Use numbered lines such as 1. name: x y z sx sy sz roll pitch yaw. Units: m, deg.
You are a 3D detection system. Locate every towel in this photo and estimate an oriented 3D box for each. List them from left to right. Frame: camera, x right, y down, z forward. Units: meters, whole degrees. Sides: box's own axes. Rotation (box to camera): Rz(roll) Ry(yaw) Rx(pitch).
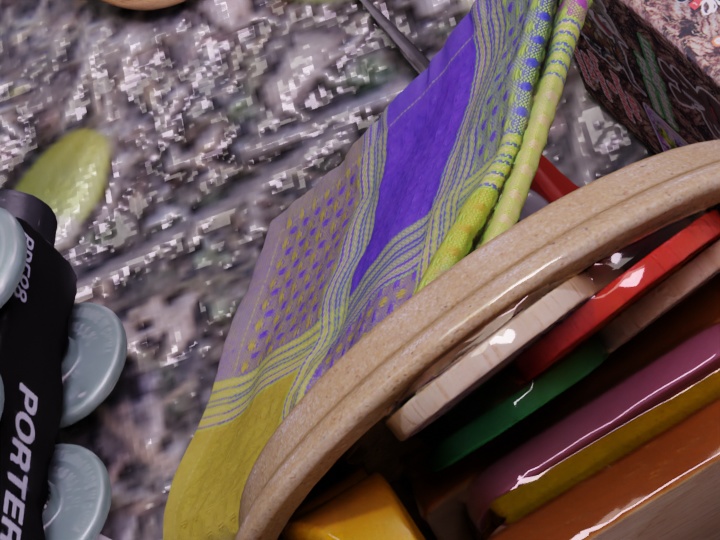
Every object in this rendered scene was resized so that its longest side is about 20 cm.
1. towel: 0.000 0.000 0.731 0.023 0.200 0.144 27 60 -12

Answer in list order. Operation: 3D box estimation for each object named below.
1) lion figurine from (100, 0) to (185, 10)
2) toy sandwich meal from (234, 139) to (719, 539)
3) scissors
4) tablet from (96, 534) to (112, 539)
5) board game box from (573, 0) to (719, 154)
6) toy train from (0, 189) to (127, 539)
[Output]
1. lion figurine: -0.108 -0.140 0.924 0.200 0.072 0.122 29 78 31
2. toy sandwich meal: 0.056 0.049 0.644 0.205 0.205 0.070 -34 71 -3
3. scissors: 0.046 -0.038 0.820 0.014 0.073 0.200 -62 24 19
4. tablet: -0.133 0.123 0.783 0.200 0.014 0.130 22 67 33
5. board game box: 0.171 -0.075 0.746 0.159 0.097 0.200 -37 51 -6
6. toy train: -0.137 0.066 0.768 0.114 0.085 0.200 -16 52 23
